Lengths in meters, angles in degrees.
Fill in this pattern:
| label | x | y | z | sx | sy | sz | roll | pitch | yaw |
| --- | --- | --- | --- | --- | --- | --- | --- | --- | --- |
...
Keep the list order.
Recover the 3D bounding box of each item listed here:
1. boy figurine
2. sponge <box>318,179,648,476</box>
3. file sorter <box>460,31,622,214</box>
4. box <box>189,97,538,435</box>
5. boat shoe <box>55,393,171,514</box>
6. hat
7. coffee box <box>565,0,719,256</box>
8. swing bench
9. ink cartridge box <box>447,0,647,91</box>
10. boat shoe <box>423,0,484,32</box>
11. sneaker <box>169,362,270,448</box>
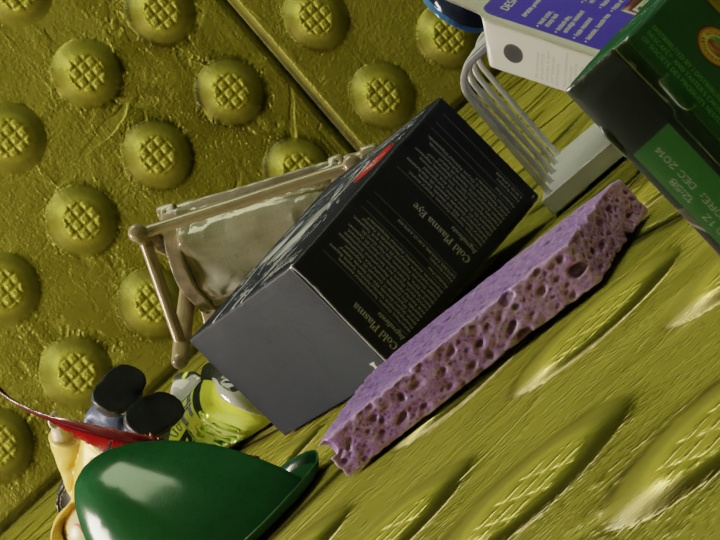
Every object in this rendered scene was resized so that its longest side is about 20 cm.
| label | x | y | z | sx | sy | sz | roll | pitch | yaw |
| --- | --- | --- | --- | --- | --- | --- | --- | --- | --- |
| boy figurine | -0.208 | 0.163 | 1.911 | 0.064 | 0.124 | 0.200 | -42 | -15 | -47 |
| sponge | 0.068 | 0.031 | 1.322 | 0.200 | 0.030 | 0.112 | -40 | 4 | 29 |
| file sorter | 0.156 | -0.146 | 1.705 | 0.139 | 0.125 | 0.200 | -41 | 4 | 12 |
| box | 0.000 | 0.000 | 1.679 | 0.182 | 0.104 | 0.200 | -50 | 7 | -29 |
| boat shoe | -0.206 | 0.169 | 2.135 | 0.201 | 0.072 | 0.061 | -37 | 1 | 19 |
| hat | -0.151 | 0.114 | 1.445 | 0.200 | 0.176 | 0.166 | -39 | 5 | 33 |
| coffee box | 0.175 | -0.083 | 0.888 | 0.200 | 0.123 | 0.044 | -46 | 4 | -39 |
| swing bench | -0.067 | -0.020 | 1.960 | 0.198 | 0.131 | 0.200 | -16 | 8 | 7 |
| ink cartridge box | 0.167 | -0.176 | 1.531 | 0.198 | 0.199 | 0.044 | -46 | -29 | -46 |
| boat shoe | 0.102 | -0.234 | 1.650 | 0.069 | 0.084 | 0.200 | -54 | -1 | 38 |
| sneaker | -0.113 | 0.123 | 1.903 | 0.077 | 0.075 | 0.200 | -69 | 12 | -15 |
